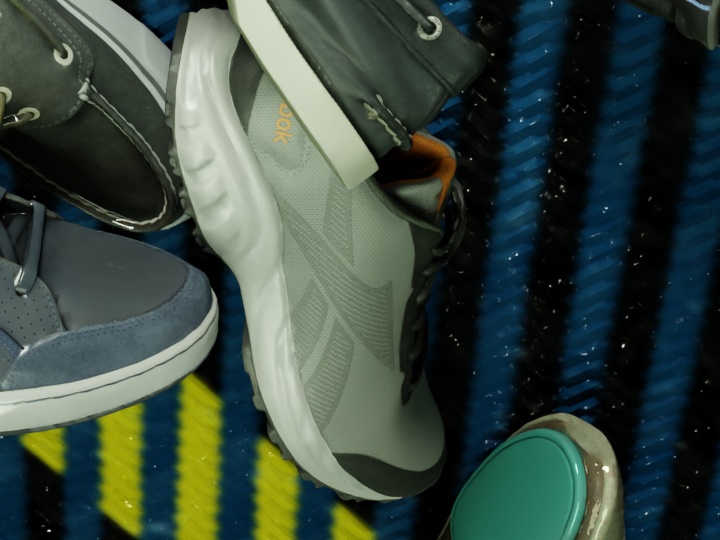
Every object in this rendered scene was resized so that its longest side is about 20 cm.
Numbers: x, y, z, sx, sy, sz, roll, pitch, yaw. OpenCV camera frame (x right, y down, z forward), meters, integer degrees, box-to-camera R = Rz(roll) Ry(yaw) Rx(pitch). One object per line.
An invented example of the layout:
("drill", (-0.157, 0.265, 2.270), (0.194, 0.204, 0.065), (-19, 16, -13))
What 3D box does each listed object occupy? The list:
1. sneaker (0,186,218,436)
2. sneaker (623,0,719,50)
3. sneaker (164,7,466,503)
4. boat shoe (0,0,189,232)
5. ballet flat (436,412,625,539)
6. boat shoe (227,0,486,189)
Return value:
("sneaker", (-0.137, -0.031, 0.843), (0.202, 0.077, 0.146), (3, 125, -7))
("sneaker", (0.093, -0.087, 0.756), (0.070, 0.078, 0.200), (15, 167, -27))
("sneaker", (0.000, 0.000, 0.925), (0.079, 0.074, 0.200), (-7, 132, 14))
("boat shoe", (-0.122, -0.072, 0.893), (0.069, 0.057, 0.200), (-24, 124, 33))
("ballet flat", (0.056, 0.111, 1.042), (0.062, 0.068, 0.200), (2, 147, -28))
("boat shoe", (-0.028, -0.121, 0.810), (0.066, 0.075, 0.200), (-31, 102, -1))
